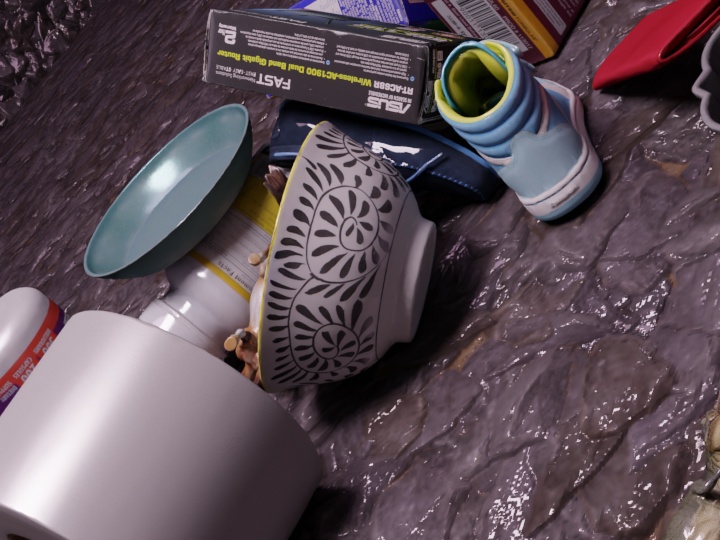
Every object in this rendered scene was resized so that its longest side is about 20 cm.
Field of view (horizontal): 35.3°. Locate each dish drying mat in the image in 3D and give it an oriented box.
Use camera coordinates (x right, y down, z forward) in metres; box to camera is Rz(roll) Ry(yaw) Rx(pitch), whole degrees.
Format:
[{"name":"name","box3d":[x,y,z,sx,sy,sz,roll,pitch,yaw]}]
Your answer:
[{"name":"dish drying mat","box3d":[0.207,-0.160,0.780,0.077,0.018,0.200,-45,5,3]}]

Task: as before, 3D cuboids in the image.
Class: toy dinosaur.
[{"name":"toy dinosaur","box3d":[0.145,0.137,0.484,0.200,0.047,0.088,-55,12,-18]}]

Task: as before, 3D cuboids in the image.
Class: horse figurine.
[{"name":"horse figurine","box3d":[-0.070,0.023,0.884,0.133,0.050,0.201,0,-75,-85]}]

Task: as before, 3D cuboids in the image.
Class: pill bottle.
[{"name":"pill bottle","box3d":[-0.230,0.113,0.913,0.112,0.200,0.113,-36,27,21]},{"name":"pill bottle","box3d":[-0.100,-0.009,0.998,0.200,0.112,0.112,-51,26,-11]}]

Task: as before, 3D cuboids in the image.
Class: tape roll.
[{"name":"tape roll","box3d":[-0.145,0.141,0.740,0.202,0.203,0.139,-10,42,52]}]

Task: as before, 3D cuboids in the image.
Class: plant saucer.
[{"name":"plant saucer","box3d":[-0.161,-0.062,0.994,0.200,0.036,0.200,-34,29,21]}]

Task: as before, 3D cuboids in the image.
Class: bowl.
[{"name":"bowl","box3d":[0.000,0.000,0.813,0.094,0.201,0.201,12,48,9]}]

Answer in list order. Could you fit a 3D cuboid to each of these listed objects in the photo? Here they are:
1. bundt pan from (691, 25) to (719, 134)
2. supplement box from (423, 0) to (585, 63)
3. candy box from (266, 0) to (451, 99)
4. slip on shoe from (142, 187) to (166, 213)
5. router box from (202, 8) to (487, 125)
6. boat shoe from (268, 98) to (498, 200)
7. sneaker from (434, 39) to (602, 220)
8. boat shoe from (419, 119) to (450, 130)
[{"name":"bundt pan","box3d":[0.286,-0.117,0.605,0.202,0.076,0.202,-35,27,21]},{"name":"supplement box","box3d":[0.154,-0.290,1.025,0.086,0.110,0.200,-9,43,53]},{"name":"candy box","box3d":[0.015,-0.242,1.118,0.200,0.077,0.169,-18,1,43]},{"name":"slip on shoe","box3d":[-0.149,-0.069,1.160,0.200,0.076,0.061,-31,-38,-55]},{"name":"router box","box3d":[-0.006,-0.172,0.927,0.200,0.062,0.150,14,19,24]},{"name":"boat shoe","box3d":[0.017,-0.083,0.923,0.200,0.084,0.069,18,80,31]},{"name":"sneaker","box3d":[0.106,-0.132,0.841,0.080,0.131,0.200,-40,24,13]},{"name":"boat shoe","box3d":[0.042,-0.170,1.050,0.200,0.065,0.072,3,83,62]}]
